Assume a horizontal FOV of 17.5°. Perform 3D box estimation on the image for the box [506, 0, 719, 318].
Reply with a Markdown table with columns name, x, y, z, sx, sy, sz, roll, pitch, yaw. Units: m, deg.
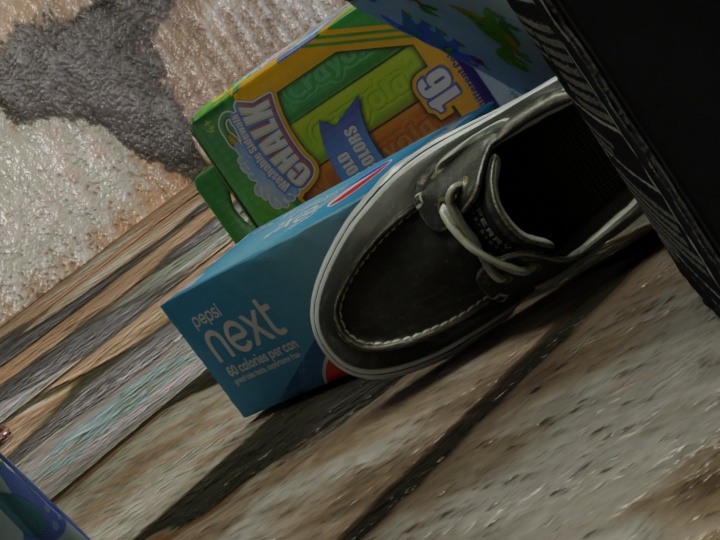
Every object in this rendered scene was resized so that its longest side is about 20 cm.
| name | x | y | z | sx | sy | sz | roll | pitch | yaw |
| --- | --- | --- | --- | --- | --- | --- | --- | --- | --- |
| box | 0.098 | -0.095 | 0.644 | 0.123 | 0.199 | 0.200 | -35 | 7 | 5 |

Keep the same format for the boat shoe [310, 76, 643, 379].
| name | x | y | z | sx | sy | sz | roll | pitch | yaw |
| --- | --- | --- | --- | --- | --- | --- | --- | --- | --- |
| boat shoe | 0.055 | -0.028 | 0.858 | 0.200 | 0.072 | 0.071 | -41 | 2 | 17 |

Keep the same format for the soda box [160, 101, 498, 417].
| name | x | y | z | sx | sy | sz | roll | pitch | yaw |
| --- | --- | --- | --- | --- | --- | --- | --- | --- | --- |
| soda box | 0.000 | 0.000 | 1.003 | 0.064 | 0.068 | 0.200 | -41 | 9 | -35 |

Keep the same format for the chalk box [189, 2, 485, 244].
| name | x | y | z | sx | sy | sz | roll | pitch | yaw |
| --- | --- | --- | --- | --- | --- | --- | --- | --- | --- |
| chalk box | -0.007 | -0.075 | 1.317 | 0.200 | 0.125 | 0.124 | -34 | 7 | 21 |

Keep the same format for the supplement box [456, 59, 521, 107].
| name | x | y | z | sx | sy | sz | roll | pitch | yaw |
| --- | --- | --- | --- | --- | --- | --- | --- | --- | --- |
| supplement box | 0.132 | -0.139 | 1.179 | 0.103 | 0.101 | 0.200 | -31 | 8 | 30 |

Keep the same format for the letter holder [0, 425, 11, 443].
| name | x | y | z | sx | sy | sz | roll | pitch | yaw |
| --- | --- | --- | --- | --- | --- | --- | --- | --- | --- |
| letter holder | -0.351 | 0.122 | 1.723 | 0.142 | 0.101 | 0.200 | -36 | 7 | -21 |

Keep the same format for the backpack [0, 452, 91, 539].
| name | x | y | z | sx | sy | sz | roll | pitch | yaw |
| --- | --- | --- | --- | --- | --- | --- | --- | --- | --- |
| backpack | -0.162 | 0.117 | 0.563 | 0.200 | 0.183 | 0.147 | -27 | 33 | 31 |

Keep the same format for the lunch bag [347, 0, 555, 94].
| name | x | y | z | sx | sy | sz | roll | pitch | yaw |
| --- | --- | --- | --- | --- | --- | --- | --- | --- | --- |
| lunch bag | 0.101 | -0.173 | 0.975 | 0.200 | 0.170 | 0.127 | -60 | -10 | -11 |
